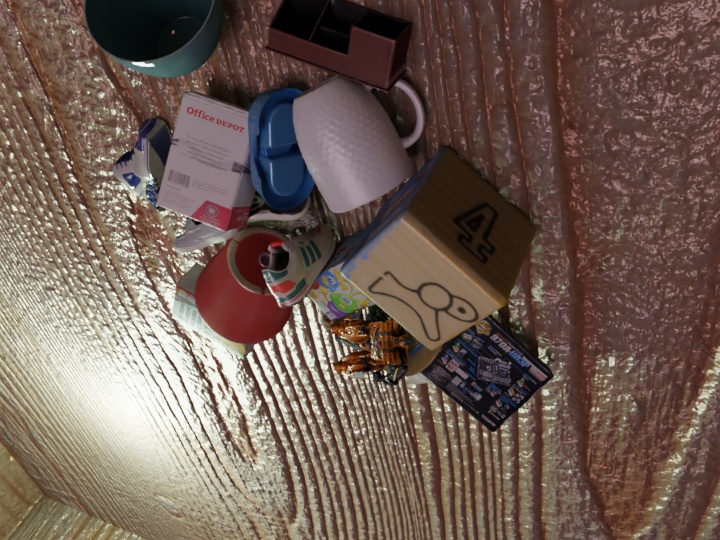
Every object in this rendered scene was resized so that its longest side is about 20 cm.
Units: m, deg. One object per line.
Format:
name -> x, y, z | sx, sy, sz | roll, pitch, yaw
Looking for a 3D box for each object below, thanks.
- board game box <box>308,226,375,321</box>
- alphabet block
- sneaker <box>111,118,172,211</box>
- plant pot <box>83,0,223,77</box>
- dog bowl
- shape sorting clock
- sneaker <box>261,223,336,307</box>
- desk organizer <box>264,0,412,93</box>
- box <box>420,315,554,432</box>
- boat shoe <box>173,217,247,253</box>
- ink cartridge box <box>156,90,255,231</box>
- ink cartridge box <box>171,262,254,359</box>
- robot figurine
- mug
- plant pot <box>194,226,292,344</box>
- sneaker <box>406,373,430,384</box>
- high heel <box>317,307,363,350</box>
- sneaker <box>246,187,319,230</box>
board game box -> 0.000, 0.000, 1.248 | 0.103, 0.105, 0.199 | 48, 138, -17
alphabet block -> 0.122, -0.032, 1.073 | 0.200, 0.197, 0.195 | 41, 140, -9
sneaker -> -0.434, -0.210, 1.344 | 0.114, 0.081, 0.200 | 23, 139, 9
plant pot -> -0.292, -0.375, 1.039 | 0.199, 0.201, 0.135 | 23, 172, 12
dog bowl -> -0.131, -0.201, 1.125 | 0.049, 0.111, 0.201 | 30, 129, 42
shape sorting clock -> 0.083, 0.091, 1.239 | 0.199, 0.202, 0.039 | -15, 156, 41
sneaker -> -0.110, -0.033, 1.212 | 0.070, 0.200, 0.094 | -8, 129, 35
desk organizer -> -0.032, -0.334, 0.979 | 0.199, 0.072, 0.077 | 23, 135, 12
box -> 0.225, 0.177, 1.245 | 0.200, 0.046, 0.159 | 40, 103, -15
boat shoe -> -0.317, -0.090, 1.402 | 0.200, 0.070, 0.072 | -14, 111, 35
ink cartridge box -> -0.247, -0.187, 1.176 | 0.145, 0.085, 0.201 | 21, 104, 13
ink cartridge box -> -0.323, 0.106, 1.570 | 0.199, 0.084, 0.176 | 29, 139, 4
robot figurine -> 0.018, 0.133, 1.216 | 0.200, 0.058, 0.146 | -18, 74, 57
mug -> 0.001, -0.211, 1.037 | 0.199, 0.148, 0.176 | -25, 109, 11
plant pot -> -0.204, 0.019, 1.317 | 0.200, 0.201, 0.177 | 36, 145, -3
sneaker -> 0.148, 0.189, 1.353 | 0.075, 0.081, 0.200 | 40, 140, -11
high heel -> -0.005, 0.110, 1.374 | 0.142, 0.072, 0.200 | 18, 153, 26
sneaker -> -0.158, -0.097, 1.251 | 0.199, 0.077, 0.089 | 4, 149, 36
